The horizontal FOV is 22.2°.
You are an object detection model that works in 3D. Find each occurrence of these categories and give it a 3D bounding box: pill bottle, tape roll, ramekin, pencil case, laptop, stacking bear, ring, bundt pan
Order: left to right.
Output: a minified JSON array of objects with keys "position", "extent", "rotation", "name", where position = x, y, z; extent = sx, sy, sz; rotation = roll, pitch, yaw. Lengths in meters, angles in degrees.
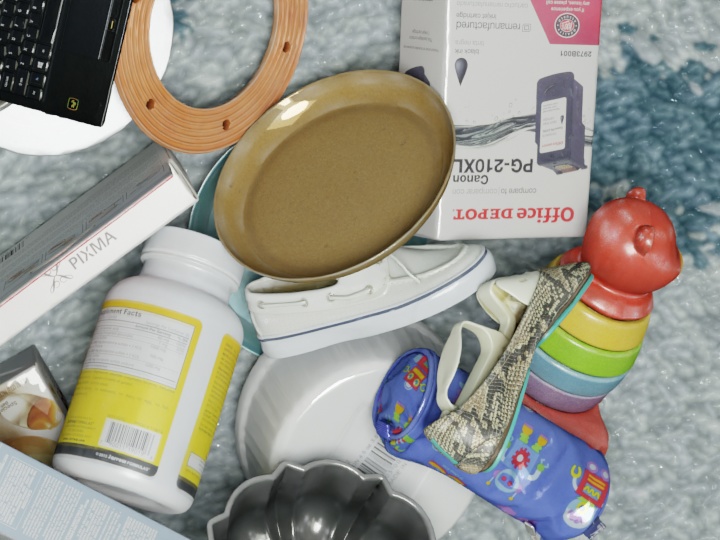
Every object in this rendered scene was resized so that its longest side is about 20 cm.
[{"position":[-0.263,-0.208,1.275],"extent":[0.198,0.103,0.179],"rotation":[15,99,3],"name":"laptop"},{"position":[-0.243,-0.190,1.401],"extent":[0.198,0.066,0.203],"rotation":[-2,100,-12],"name":"tape roll"},{"position":[-0.153,0.075,1.397],"extent":[0.111,0.112,0.202],"rotation":[21,74,-14],"name":"pill bottle"},{"position":[-0.116,-0.189,1.401],"extent":[0.199,0.019,0.203],"rotation":[-22,120,-43],"name":"ring"},{"position":[-0.032,0.248,1.367],"extent":[0.199,0.076,0.204],"rotation":[7,62,-12],"name":"bundt pan"},{"position":[0.004,0.138,1.476],"extent":[0.198,0.098,0.203],"rotation":[-5,111,-14],"name":"ramekin"},{"position":[0.101,0.138,1.406],"extent":[0.199,0.078,0.087],"rotation":[32,82,-22],"name":"pencil case"},{"position":[0.187,0.030,1.462],"extent":[0.113,0.122,0.201],"rotation":[22,122,-8],"name":"stacking bear"}]

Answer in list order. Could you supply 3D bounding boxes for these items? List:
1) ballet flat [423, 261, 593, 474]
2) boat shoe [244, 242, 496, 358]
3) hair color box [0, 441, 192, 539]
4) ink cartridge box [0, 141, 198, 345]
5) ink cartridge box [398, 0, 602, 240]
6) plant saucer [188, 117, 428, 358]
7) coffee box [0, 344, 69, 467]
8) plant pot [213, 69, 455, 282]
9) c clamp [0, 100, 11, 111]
[{"position":[0.104,0.053,1.349],"extent":[0.075,0.068,0.201],"rotation":[35,62,-7],"name":"ballet flat"},{"position":[0.000,-0.002,1.407],"extent":[0.200,0.075,0.087],"rotation":[-16,110,22],"name":"boat shoe"},{"position":[-0.225,0.183,1.353],"extent":[0.199,0.099,0.061],"rotation":[32,74,-25],"name":"hair color box"},{"position":[-0.212,-0.012,1.376],"extent":[0.199,0.176,0.045],"rotation":[-36,107,0],"name":"ink cartridge box"},{"position":[0.108,-0.127,1.461],"extent":[0.143,0.084,0.203],"rotation":[-2,100,-26],"name":"ink cartridge box"},{"position":[-0.043,-0.024,1.491],"extent":[0.198,0.027,0.203],"rotation":[-2,100,-11],"name":"plant saucer"},{"position":[-0.256,0.178,1.454],"extent":[0.114,0.080,0.201],"rotation":[-30,104,-6],"name":"coffee box"},{"position":[-0.017,-0.068,1.393],"extent":[0.199,0.200,0.028],"rotation":[-37,136,-3],"name":"plant pot"},{"position":[-0.344,-0.177,1.336],"extent":[0.198,0.027,0.173],"rotation":[-12,101,-8],"name":"c clamp"}]
